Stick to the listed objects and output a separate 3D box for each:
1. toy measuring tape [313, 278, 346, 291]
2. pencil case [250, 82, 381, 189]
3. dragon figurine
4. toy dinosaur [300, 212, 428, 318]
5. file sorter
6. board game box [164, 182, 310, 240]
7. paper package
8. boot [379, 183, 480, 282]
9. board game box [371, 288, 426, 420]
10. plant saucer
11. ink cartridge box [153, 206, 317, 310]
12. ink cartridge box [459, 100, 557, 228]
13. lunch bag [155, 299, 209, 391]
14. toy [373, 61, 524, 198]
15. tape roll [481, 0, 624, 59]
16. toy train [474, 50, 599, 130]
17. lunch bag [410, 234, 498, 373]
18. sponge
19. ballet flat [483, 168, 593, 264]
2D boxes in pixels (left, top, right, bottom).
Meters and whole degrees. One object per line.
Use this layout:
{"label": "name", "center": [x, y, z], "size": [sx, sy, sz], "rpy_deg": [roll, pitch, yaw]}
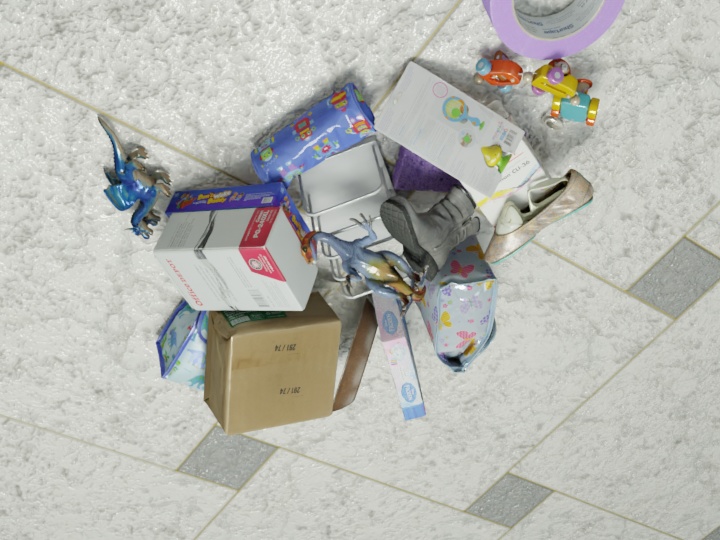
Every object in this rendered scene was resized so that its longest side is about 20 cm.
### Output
{"label": "toy measuring tape", "center": [-0.107, -0.002, 1.735], "size": [0.198, 0.074, 0.074], "rpy_deg": [5, 134, -47]}
{"label": "pencil case", "center": [-0.066, -0.193, 1.549], "size": [0.198, 0.079, 0.087], "rpy_deg": [-32, 151, 15]}
{"label": "dragon figurine", "center": [-0.347, -0.128, 1.556], "size": [0.098, 0.059, 0.200], "rpy_deg": [-30, 132, 14]}
{"label": "toy dinosaur", "center": [0.000, 0.000, 1.554], "size": [0.179, 0.106, 0.200], "rpy_deg": [26, 165, 13]}
{"label": "file sorter", "center": [-0.004, -0.074, 1.637], "size": [0.136, 0.126, 0.202], "rpy_deg": [-19, 133, 6]}
{"label": "board game box", "center": [-0.181, -0.064, 1.601], "size": [0.197, 0.045, 0.135], "rpy_deg": [-2, 139, 28]}
{"label": "paper package", "center": [-0.140, 0.145, 1.671], "size": [0.197, 0.103, 0.194], "rpy_deg": [-7, 118, -28]}
{"label": "boot", "center": [0.107, -0.084, 1.574], "size": [0.132, 0.070, 0.201], "rpy_deg": [-47, 148, -10]}
{"label": "board game box", "center": [0.059, 0.109, 1.760], "size": [0.043, 0.202, 0.201], "rpy_deg": [-15, 134, 4]}
{"label": "plant saucer", "center": [-0.005, 0.148, 1.781], "size": [0.036, 0.202, 0.203], "rpy_deg": [17, 129, 1]}
{"label": "ink cartridge box", "center": [-0.184, -0.014, 1.555], "size": [0.196, 0.084, 0.146], "rpy_deg": [-1, 141, 26]}
{"label": "ink cartridge box", "center": [0.216, -0.153, 1.613], "size": [0.115, 0.068, 0.200], "rpy_deg": [-32, 131, 15]}
{"label": "lunch bag", "center": [-0.222, 0.107, 1.757], "size": [0.168, 0.128, 0.201], "rpy_deg": [25, 111, -31]}
{"label": "toy", "center": [0.128, -0.201, 1.534], "size": [0.198, 0.116, 0.047], "rpy_deg": [30, 169, 0]}
{"label": "tape roll", "center": [0.267, -0.396, 1.451], "size": [0.196, 0.066, 0.203], "rpy_deg": [-6, 132, -6]}
{"label": "toy train", "center": [0.269, -0.276, 1.555], "size": [0.198, 0.149, 0.057], "rpy_deg": [26, 77, -38]}
{"label": "lunch bag", "center": [0.154, 0.043, 1.745], "size": [0.124, 0.171, 0.203], "rpy_deg": [-6, 129, -11]}
{"label": "sponge", "center": [0.156, -0.174, 1.647], "size": [0.196, 0.030, 0.113], "rpy_deg": [1, 132, -15]}
{"label": "ballet flat", "center": [0.259, -0.089, 1.604], "size": [0.198, 0.068, 0.068], "rpy_deg": [-35, 113, 11]}
